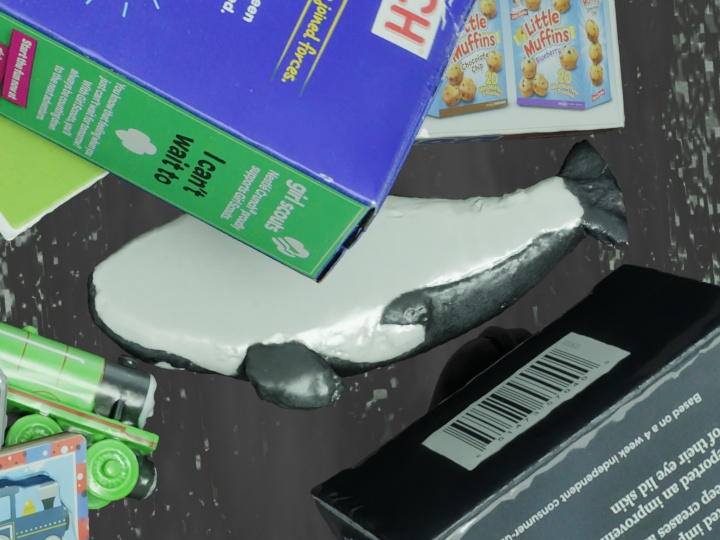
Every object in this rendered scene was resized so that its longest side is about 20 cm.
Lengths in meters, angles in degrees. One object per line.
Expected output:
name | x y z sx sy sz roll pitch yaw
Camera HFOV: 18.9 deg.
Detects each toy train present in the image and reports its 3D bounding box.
toy train | -0.163 0.033 0.780 0.199 0.042 0.057 20 72 -15

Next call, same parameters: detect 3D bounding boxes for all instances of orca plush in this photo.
orca plush | 0.000 0.000 0.820 0.199 0.071 0.106 -25 69 -6

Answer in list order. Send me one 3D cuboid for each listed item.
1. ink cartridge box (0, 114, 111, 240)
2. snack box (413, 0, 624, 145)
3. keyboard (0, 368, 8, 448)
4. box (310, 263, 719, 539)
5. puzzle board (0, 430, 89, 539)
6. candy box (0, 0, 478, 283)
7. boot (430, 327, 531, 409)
ink cartridge box | -0.087 -0.111 0.764 0.199 0.076 0.148 -35 85 -21
snack box | 0.006 -0.084 0.842 0.198 0.024 0.073 -4 87 -17
keyboard | -0.175 -0.028 0.730 0.011 0.056 0.200 -32 73 -19
box | 0.102 0.123 0.735 0.147 0.104 0.201 -34 106 -12
puzzle board | -0.169 0.147 0.703 0.199 0.017 0.152 -13 109 -39
candy box | -0.057 -0.121 0.693 0.199 0.077 0.170 27 68 -5
boot | -0.008 0.122 0.802 0.161 0.073 0.200 0 89 -14
